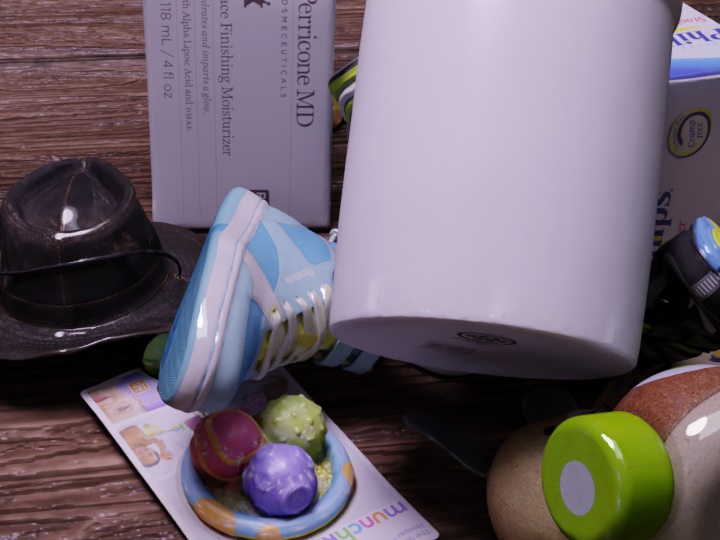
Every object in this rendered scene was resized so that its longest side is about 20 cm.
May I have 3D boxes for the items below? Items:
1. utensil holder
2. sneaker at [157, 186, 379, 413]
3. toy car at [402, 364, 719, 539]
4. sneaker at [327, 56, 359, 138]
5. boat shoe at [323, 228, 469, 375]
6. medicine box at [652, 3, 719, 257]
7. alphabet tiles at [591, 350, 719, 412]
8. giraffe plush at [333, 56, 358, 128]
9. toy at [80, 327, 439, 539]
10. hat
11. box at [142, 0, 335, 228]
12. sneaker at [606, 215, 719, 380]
[{"bbox_3d":[0.073,-0.056,0.665,0.169,0.170,0.201,6,77,5],"label":"utensil holder"},{"bbox_3d":[-0.032,0.028,0.705,0.130,0.080,0.200,24,27,-8],"label":"sneaker"},{"bbox_3d":[0.116,0.098,0.632,0.163,0.159,0.200,-3,20,-30],"label":"toy car"},{"bbox_3d":[0.029,-0.083,0.892,0.074,0.200,0.081,-23,75,8],"label":"sneaker"},{"bbox_3d":[0.000,0.000,0.830,0.199,0.062,0.073,24,39,28],"label":"boat shoe"},{"bbox_3d":[0.160,-0.092,0.872,0.102,0.183,0.200,-13,37,-22],"label":"medicine box"},{"bbox_3d":[0.232,0.087,0.771,0.166,0.008,0.200,18,36,22],"label":"alphabet tiles"},{"bbox_3d":[0.063,-0.194,1.034,0.199,0.163,0.172,23,38,26],"label":"giraffe plush"},{"bbox_3d":[-0.060,0.091,0.703,0.115,0.047,0.200,-20,40,-29],"label":"toy"},{"bbox_3d":[-0.177,-0.022,0.800,0.199,0.081,0.201,-5,23,2],"label":"hat"},{"bbox_3d":[-0.087,-0.164,0.945,0.130,0.200,0.200,-1,34,-5],"label":"box"},{"bbox_3d":[0.168,0.028,0.720,0.082,0.200,0.071,-32,83,-11],"label":"sneaker"}]
